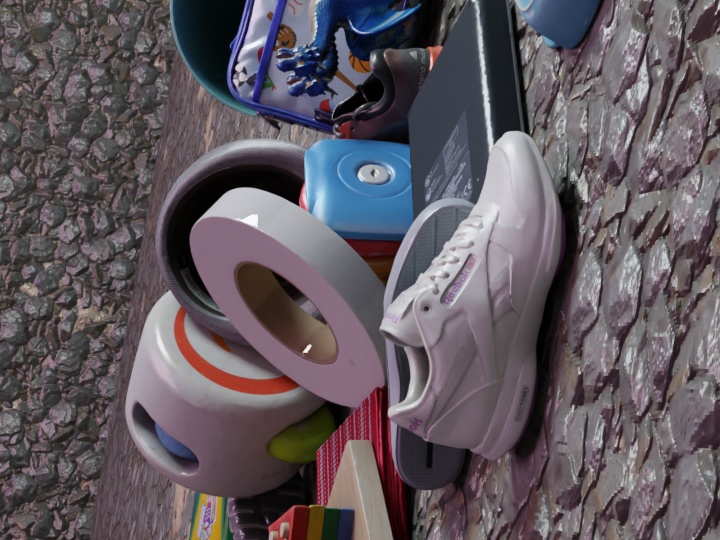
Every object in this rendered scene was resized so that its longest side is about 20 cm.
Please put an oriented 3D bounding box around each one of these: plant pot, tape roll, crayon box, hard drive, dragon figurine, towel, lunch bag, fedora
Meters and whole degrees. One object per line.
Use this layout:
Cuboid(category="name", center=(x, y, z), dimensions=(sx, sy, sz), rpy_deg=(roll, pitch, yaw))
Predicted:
Cuboid(category="plant pot", center=(-0.065, -0.244, 1.487), dimensions=(0.161, 0.199, 0.203), rpy_deg=(-44, -33, -81))
Cuboid(category="tape roll", center=(-0.047, 0.024, 1.231), dimensions=(0.037, 0.203, 0.203), rpy_deg=(-47, -1, -26))
Cuboid(category="crayon box", center=(-0.133, 0.268, 1.635), dimensions=(0.200, 0.058, 0.120), rpy_deg=(136, 142, -67))
Cuboid(category="hard drive", center=(0.074, -0.083, 1.124), dimensions=(0.140, 0.033, 0.201), rpy_deg=(120, 156, -47))
Cuboid(category="dragon figurine", center=(0.011, -0.208, 1.274), dimensions=(0.100, 0.199, 0.059), rpy_deg=(63, 163, 15))
Cuboid(category="towel", center=(-0.001, 0.186, 1.241), dimensions=(0.200, 0.022, 0.146), rpy_deg=(127, 144, -64))
Cuboid(category="lunch bag", center=(-0.031, -0.214, 1.367), dimensions=(0.076, 0.159, 0.202), rpy_deg=(-12, -60, -77))
Cuboid(category="fedora", center=(-0.079, -0.028, 1.388), dimensions=(0.090, 0.198, 0.179), rpy_deg=(-22, -85, -68))

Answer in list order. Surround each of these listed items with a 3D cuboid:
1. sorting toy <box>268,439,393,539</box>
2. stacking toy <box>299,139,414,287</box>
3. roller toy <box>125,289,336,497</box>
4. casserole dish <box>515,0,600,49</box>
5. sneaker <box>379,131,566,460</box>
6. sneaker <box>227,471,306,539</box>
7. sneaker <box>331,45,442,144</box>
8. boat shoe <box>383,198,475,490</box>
Cuboid(category="sorting toy", center=(-0.031, 0.263, 1.157), dimensions=(0.201, 0.069, 0.200), rpy_deg=(-103, 23, -48))
Cuboid(category="stacking toy", center=(0.000, 0.000, 1.269), dimensions=(0.117, 0.109, 0.201), rpy_deg=(-94, 9, -48))
Cuboid(category="roller toy", center=(-0.120, 0.107, 1.447), dimensions=(0.201, 0.181, 0.140), rpy_deg=(-95, 19, -48))
Cuboid(category="casserole dish", center=(0.137, -0.236, 0.991), dimensions=(0.122, 0.038, 0.201), rpy_deg=(-101, 27, -55))
Cuboid(category="sneaker", center=(0.067, 0.009, 0.959), dimensions=(0.075, 0.099, 0.202), rpy_deg=(154, 127, -75))
Cuboid(category="sneaker", center=(-0.095, 0.273, 1.461), dimensions=(0.201, 0.074, 0.116), rpy_deg=(-95, 19, -44))
Cuboid(category="sneaker", center=(0.011, -0.116, 1.299), dimensions=(0.201, 0.081, 0.078), rpy_deg=(113, 161, -47))
Cuboid(category="boat shoe", center=(0.044, 0.044, 1.055), dimensions=(0.067, 0.073, 0.202), rpy_deg=(-113, 31, -70))
